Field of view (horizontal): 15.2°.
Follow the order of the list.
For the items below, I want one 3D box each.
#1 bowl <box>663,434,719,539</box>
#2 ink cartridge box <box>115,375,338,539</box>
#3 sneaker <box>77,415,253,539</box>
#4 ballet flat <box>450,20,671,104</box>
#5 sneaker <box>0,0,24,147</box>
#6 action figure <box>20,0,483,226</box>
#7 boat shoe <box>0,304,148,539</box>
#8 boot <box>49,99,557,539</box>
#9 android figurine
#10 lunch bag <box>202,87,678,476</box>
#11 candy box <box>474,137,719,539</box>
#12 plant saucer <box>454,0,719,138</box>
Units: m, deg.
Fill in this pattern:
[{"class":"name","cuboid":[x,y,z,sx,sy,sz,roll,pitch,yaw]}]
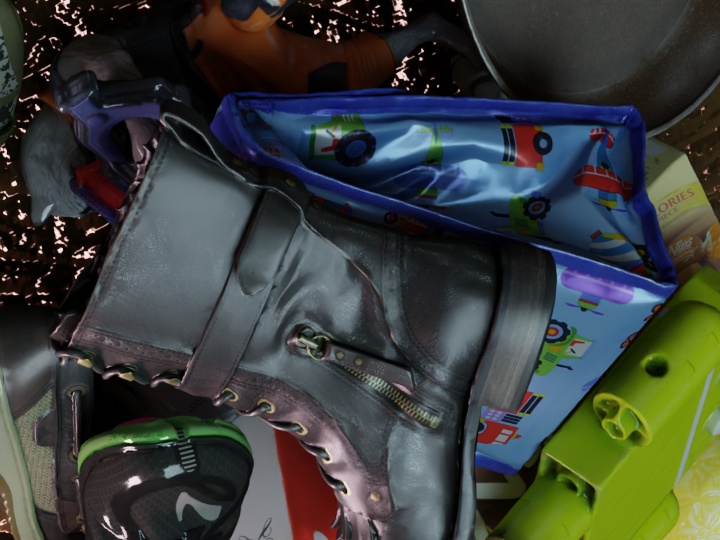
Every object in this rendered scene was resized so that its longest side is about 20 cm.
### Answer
[{"class":"bowl","cuboid":[0.201,0.124,1.356,0.200,0.108,0.200,-20,130,-25]},{"class":"ink cartridge box","cuboid":[-0.044,0.135,1.198,0.044,0.174,0.200,-29,133,-24]},{"class":"sneaker","cuboid":[-0.083,0.131,1.113,0.077,0.084,0.200,-3,140,-16]},{"class":"ballet flat","cuboid":[0.049,-0.054,1.185,0.200,0.073,0.073,-42,132,8]},{"class":"sneaker","cuboid":[-0.173,-0.019,1.073,0.077,0.089,0.200,5,120,-31]},{"class":"action figure","cuboid":[-0.051,-0.072,1.114,0.193,0.105,0.200,-28,147,2]},{"class":"boat shoe","cuboid":[-0.122,0.073,1.145,0.066,0.072,0.201,-7,150,5]},{"class":"boot","cuboid":[-0.033,0.044,1.021,0.174,0.069,0.200,15,110,-12]},{"class":"android figurine","cuboid":[0.124,0.077,1.194,0.200,0.041,0.182,-44,159,-28]},{"class":"lunch bag","cuboid":[0.000,0.000,1.082,0.200,0.094,0.151,8,143,-22]},{"class":"candy box","cuboid":[0.086,0.040,1.250,0.200,0.055,0.115,-45,134,-13]},{"class":"plant saucer","cuboid":[0.101,-0.152,1.120,0.200,0.032,0.200,-10,105,-42]}]
